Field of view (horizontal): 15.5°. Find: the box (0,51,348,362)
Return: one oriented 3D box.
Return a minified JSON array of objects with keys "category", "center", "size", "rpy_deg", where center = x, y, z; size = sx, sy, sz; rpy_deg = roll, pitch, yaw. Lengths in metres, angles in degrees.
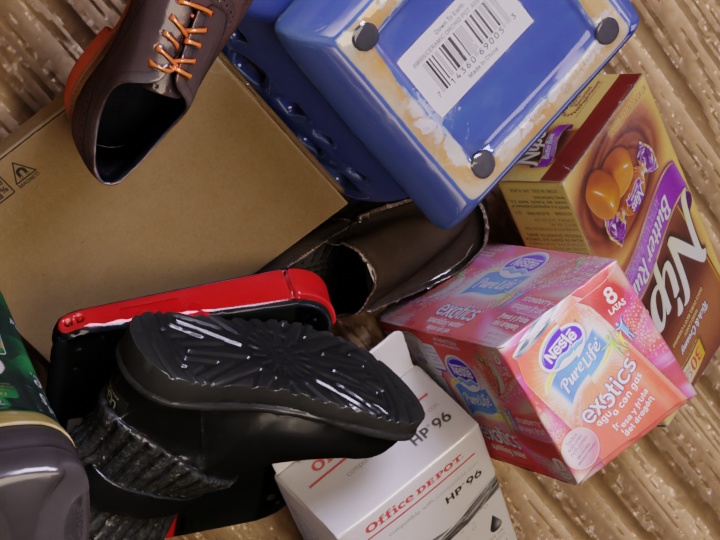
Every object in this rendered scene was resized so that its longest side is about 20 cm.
[{"category":"box","center":[-0.132,-0.035,1.526],"size":[0.200,0.021,0.164],"rpy_deg":[-37,123,9]}]

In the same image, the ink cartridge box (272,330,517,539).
[{"category":"ink cartridge box","center":[0.022,0.141,1.645],"size":[0.116,0.068,0.200],"rpy_deg":[-38,144,-13]}]

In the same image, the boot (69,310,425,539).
[{"category":"boot","center":[-0.082,0.107,1.529],"size":[0.210,0.080,0.158],"rpy_deg":[12,122,-31]}]

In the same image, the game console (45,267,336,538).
[{"category":"game console","center":[-0.107,0.086,1.576],"size":[0.176,0.031,0.201],"rpy_deg":[-8,134,-22]}]

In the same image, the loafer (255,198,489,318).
[{"category":"loafer","center":[0.000,0.000,1.622],"size":[0.199,0.071,0.073],"rpy_deg":[-21,117,-22]}]

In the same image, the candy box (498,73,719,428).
[{"category":"candy box","center":[0.169,-0.012,1.700],"size":[0.117,0.056,0.200],"rpy_deg":[-52,130,-37]}]

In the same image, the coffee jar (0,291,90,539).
[{"category":"coffee jar","center":[-0.210,0.092,1.449],"size":[0.085,0.200,0.105],"rpy_deg":[-8,124,-20]}]

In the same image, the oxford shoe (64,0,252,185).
[{"category":"oxford shoe","center":[-0.092,-0.129,1.405],"size":[0.071,0.073,0.200],"rpy_deg":[17,125,-24]}]

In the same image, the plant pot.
[{"category":"plant pot","center":[0.027,-0.153,1.520],"size":[0.200,0.180,0.200],"rpy_deg":[-47,124,-8]}]

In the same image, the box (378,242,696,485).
[{"category":"box","center":[0.102,0.052,1.613],"size":[0.095,0.200,0.103],"rpy_deg":[-36,104,-15]}]
